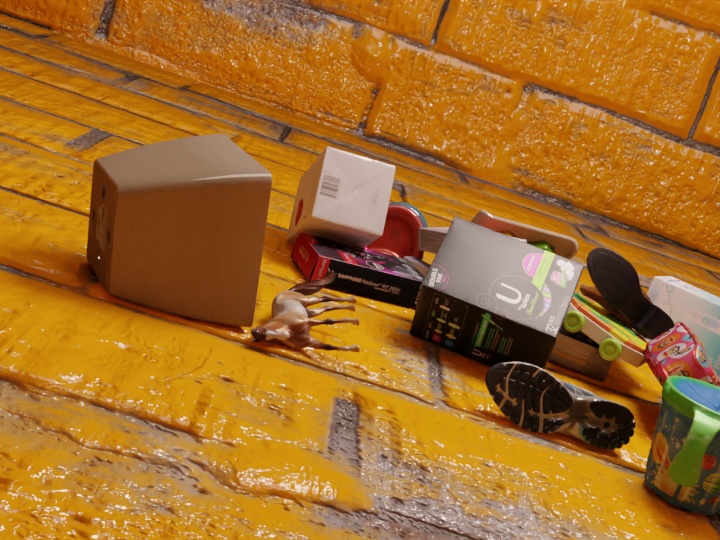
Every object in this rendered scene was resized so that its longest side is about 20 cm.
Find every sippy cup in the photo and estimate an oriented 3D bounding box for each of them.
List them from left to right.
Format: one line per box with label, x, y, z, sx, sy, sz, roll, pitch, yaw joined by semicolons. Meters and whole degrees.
sippy cup;0.402;0.211;1.321;0.178;0.130;0.140;12;15;-31

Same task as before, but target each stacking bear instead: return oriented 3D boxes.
stacking bear;0.072;-0.070;2.048;0.121;0.114;0.200;21;9;5

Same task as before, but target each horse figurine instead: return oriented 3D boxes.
horse figurine;-0.069;0.057;1.422;0.132;0.050;0.200;1;23;-3

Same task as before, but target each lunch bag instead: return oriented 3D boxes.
lunch bag;0.487;0.176;1.599;0.176;0.082;0.200;55;14;-4

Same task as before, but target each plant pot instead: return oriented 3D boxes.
plant pot;-0.237;-0.055;1.389;0.177;0.200;0.200;0;21;-25

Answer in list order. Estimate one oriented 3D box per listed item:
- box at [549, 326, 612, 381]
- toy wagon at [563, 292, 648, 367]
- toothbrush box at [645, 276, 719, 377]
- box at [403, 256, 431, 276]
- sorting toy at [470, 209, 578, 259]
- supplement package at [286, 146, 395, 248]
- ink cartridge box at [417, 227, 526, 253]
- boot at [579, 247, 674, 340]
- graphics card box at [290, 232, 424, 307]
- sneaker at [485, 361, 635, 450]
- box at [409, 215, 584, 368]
box;0.330;0.106;1.818;0.158;0.048;0.200;22;14;6
toy wagon;0.356;0.078;1.725;0.200;0.040;0.155;39;16;18
toothbrush box;0.582;0.113;1.935;0.200;0.147;0.085;29;16;32
box;0.153;0.032;1.882;0.200;0.041;0.039;27;14;32
sorting toy;0.273;-0.025;2.065;0.200;0.185;0.037;18;54;-14
supplement package;-0.036;-0.106;1.833;0.120;0.121;0.200;14;-14;-13
ink cartridge box;0.220;-0.044;1.888;0.173;0.044;0.200;-3;9;-27
boot;0.405;0.031;1.806;0.188;0.069;0.200;39;-2;-10
graphics card box;0.000;0.000;1.774;0.200;0.051;0.125;15;13;-21
sneaker;0.244;0.172;1.421;0.200;0.078;0.086;24;0;-9
box;0.192;0.042;1.595;0.200;0.124;0.149;22;52;10
